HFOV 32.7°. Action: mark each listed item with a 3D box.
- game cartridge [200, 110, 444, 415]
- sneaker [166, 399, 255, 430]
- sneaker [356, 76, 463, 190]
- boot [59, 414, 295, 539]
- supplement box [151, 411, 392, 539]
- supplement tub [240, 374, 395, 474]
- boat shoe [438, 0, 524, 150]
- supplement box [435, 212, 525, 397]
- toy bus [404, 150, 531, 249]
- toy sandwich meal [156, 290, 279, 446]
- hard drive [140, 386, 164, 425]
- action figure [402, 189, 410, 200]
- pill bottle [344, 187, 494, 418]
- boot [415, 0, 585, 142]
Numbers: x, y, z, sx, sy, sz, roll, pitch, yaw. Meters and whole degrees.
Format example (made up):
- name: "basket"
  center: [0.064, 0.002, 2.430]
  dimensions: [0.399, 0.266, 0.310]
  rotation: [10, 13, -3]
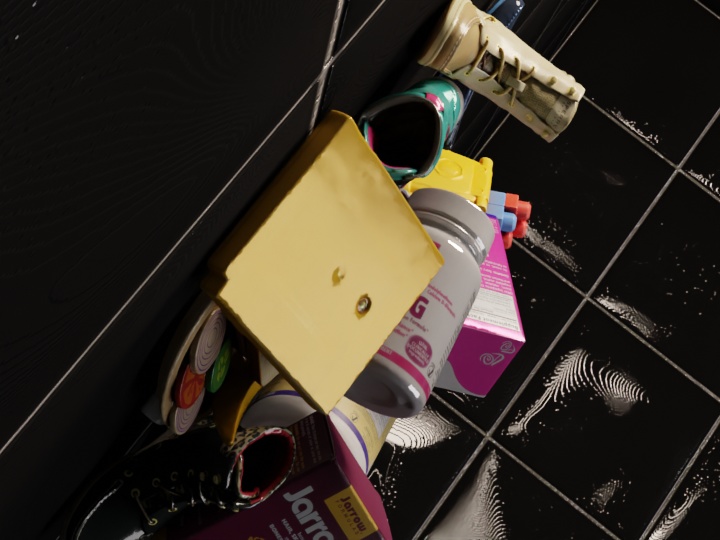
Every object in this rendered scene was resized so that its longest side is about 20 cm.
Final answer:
- name: "game cartridge"
  center: [-0.027, -0.002, 1.000]
  dimensions: [0.177, 0.032, 0.200]
  rotation: [-51, 136, -14]
- name: "sneaker"
  center: [-0.203, 0.192, 1.319]
  dimensions: [0.200, 0.074, 0.116]
  rotation: [-42, 155, -6]
- name: "sneaker"
  center: [0.019, -0.094, 1.145]
  dimensions: [0.200, 0.083, 0.121]
  rotation: [-53, 175, 14]
- name: "boot"
  center: [-0.165, 0.199, 1.113]
  dimensions: [0.203, 0.074, 0.153]
  rotation: [-38, -161, -32]
- name: "supplement box"
  center: [-0.086, 0.249, 1.194]
  dimensions: [0.199, 0.131, 0.103]
  rotation: [-29, -157, 4]
- name: "supplement tub"
  center: [-0.033, 0.148, 1.352]
  dimensions: [0.146, 0.145, 0.200]
  rotation: [-55, -179, 39]
- name: "boat shoe"
  center: [0.137, -0.231, 1.436]
  dimensions: [0.200, 0.068, 0.084]
  rotation: [-55, 176, 28]
- name: "supplement box"
  center: [0.103, 0.027, 1.369]
  dimensions: [0.201, 0.103, 0.101]
  rotation: [-94, -153, -45]
- name: "toy bus"
  center: [0.107, -0.049, 1.517]
  dimensions: [0.136, 0.190, 0.201]
  rotation: [-78, 180, -49]
- name: "toy sandwich meal"
  center: [-0.092, 0.063, 1.057]
  dimensions: [0.205, 0.070, 0.206]
  rotation: [-51, 162, -23]
- name: "hard drive"
  center: [-0.130, 0.059, 1.171]
  dimensions: [0.200, 0.027, 0.132]
  rotation: [-52, 177, -5]
- name: "action figure"
  center: [0.000, 0.000, 1.293]
  dimensions: [0.200, 0.149, 0.134]
  rotation: [-49, -178, -3]
- name: "pill bottle"
  center: [0.047, 0.028, 1.167]
  dimensions: [0.201, 0.113, 0.113]
  rotation: [-62, -179, -25]
- name: "boot"
  center: [0.136, -0.186, 1.164]
  dimensions: [0.073, 0.155, 0.200]
  rotation: [-53, 176, 15]
